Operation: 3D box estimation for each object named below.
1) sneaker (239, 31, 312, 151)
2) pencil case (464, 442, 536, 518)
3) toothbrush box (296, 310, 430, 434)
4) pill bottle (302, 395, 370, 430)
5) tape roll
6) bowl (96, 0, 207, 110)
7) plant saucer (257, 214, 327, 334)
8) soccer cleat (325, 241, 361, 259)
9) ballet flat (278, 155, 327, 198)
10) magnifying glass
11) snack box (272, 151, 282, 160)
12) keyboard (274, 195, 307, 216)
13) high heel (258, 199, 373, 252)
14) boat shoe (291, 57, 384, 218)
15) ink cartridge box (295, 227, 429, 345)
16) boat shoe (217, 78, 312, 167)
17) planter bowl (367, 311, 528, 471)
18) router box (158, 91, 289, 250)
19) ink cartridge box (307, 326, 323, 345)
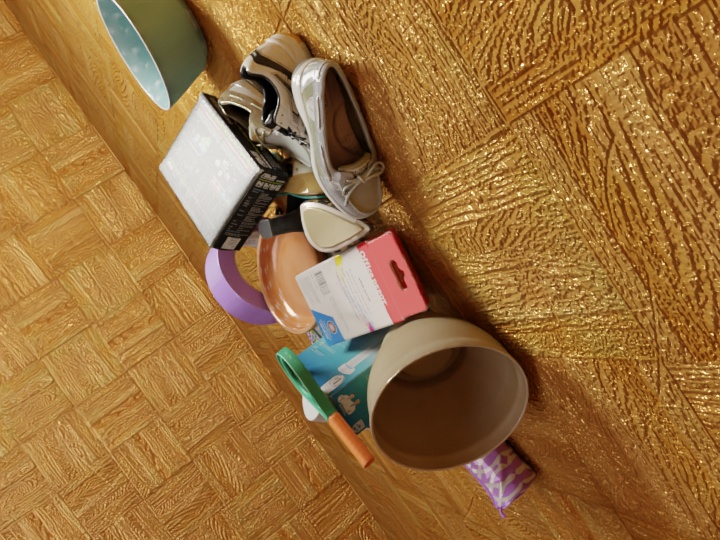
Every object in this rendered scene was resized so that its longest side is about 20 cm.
[{"bbox_3d":[-0.079,-0.187,0.776,0.076,0.088,0.200,14,139,59],"label":"sneaker"},{"bbox_3d":[0.181,0.281,0.978,0.200,0.085,0.084,43,157,26],"label":"pencil case"},{"bbox_3d":[0.015,0.134,0.938,0.146,0.200,0.085,20,142,57],"label":"toothbrush box"},{"bbox_3d":[0.009,0.217,1.074,0.114,0.200,0.114,-35,50,57],"label":"pill bottle"},{"bbox_3d":[-0.186,-0.001,1.170,0.200,0.200,0.066,53,137,1],"label":"tape roll"},{"bbox_3d":[-0.324,-0.375,1.004,0.201,0.105,0.201,45,159,22],"label":"bowl"},{"bbox_3d":[-0.108,0.005,1.032,0.200,0.037,0.201,19,115,48],"label":"plant saucer"},{"bbox_3d":[0.000,0.000,0.952,0.200,0.069,0.078,43,156,36],"label":"soccer cleat"},{"bbox_3d":[-0.092,-0.141,0.929,0.200,0.069,0.063,13,115,60],"label":"ballet flat"},{"bbox_3d":[-0.052,0.184,0.843,0.200,0.022,0.080,45,158,23],"label":"magnifying glass"},{"bbox_3d":[-0.201,-0.137,1.109,0.037,0.116,0.200,56,162,2],"label":"snack box"},{"bbox_3d":[-0.117,-0.055,1.073,0.127,0.021,0.200,31,122,44],"label":"keyboard"},{"bbox_3d":[-0.030,-0.075,0.882,0.200,0.142,0.072,4,107,40],"label":"high heel"},{"bbox_3d":[-0.019,-0.148,0.727,0.065,0.074,0.202,33,146,56],"label":"boat shoe"},{"bbox_3d":[0.013,0.020,0.855,0.200,0.067,0.116,-24,93,43],"label":"ink cartridge box"},{"bbox_3d":[-0.128,-0.204,0.889,0.200,0.068,0.075,43,159,28],"label":"boat shoe"},{"bbox_3d":[0.097,0.138,0.804,0.135,0.200,0.200,-110,-3,-58],"label":"planter bowl"},{"bbox_3d":[-0.213,-0.151,0.946,0.062,0.150,0.200,5,-140,-52],"label":"router box"},{"bbox_3d":[-0.066,0.053,1.092,0.109,0.050,0.200,-44,67,38],"label":"ink cartridge box"}]
